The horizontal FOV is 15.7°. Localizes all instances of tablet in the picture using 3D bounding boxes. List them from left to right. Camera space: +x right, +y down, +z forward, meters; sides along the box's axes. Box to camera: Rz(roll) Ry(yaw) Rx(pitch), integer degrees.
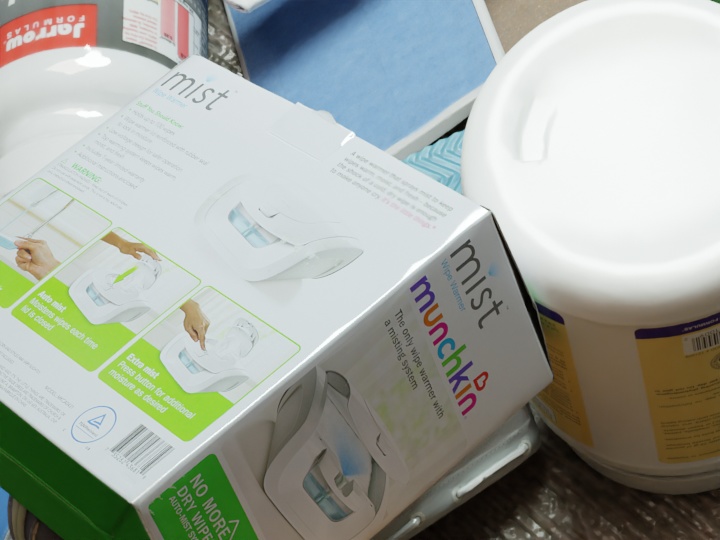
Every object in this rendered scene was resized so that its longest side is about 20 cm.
[{"bbox_3d":[-0.002,-0.119,1.259,0.130,0.014,0.201,-34,43,16],"label":"tablet"}]

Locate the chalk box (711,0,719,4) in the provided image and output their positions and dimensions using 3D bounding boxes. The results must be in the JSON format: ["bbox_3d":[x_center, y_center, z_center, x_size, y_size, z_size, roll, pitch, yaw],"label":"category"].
[{"bbox_3d":[0.208,-0.132,1.144,0.199,0.124,0.125,30,66,0],"label":"chalk box"}]

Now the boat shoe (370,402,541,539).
[{"bbox_3d":[-0.006,0.110,1.119,0.200,0.069,0.072,-40,18,-22],"label":"boat shoe"}]

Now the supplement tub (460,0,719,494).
[{"bbox_3d":[0.124,-0.004,1.072,0.145,0.200,0.146,-5,61,9],"label":"supplement tub"}]

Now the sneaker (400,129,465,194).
[{"bbox_3d":[0.000,0.000,1.169,0.199,0.081,0.077,-14,50,-5],"label":"sneaker"}]

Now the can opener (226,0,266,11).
[{"bbox_3d":[0.009,-0.191,1.225,0.199,0.067,0.053,-30,40,9],"label":"can opener"}]

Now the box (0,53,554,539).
[{"bbox_3d":[-0.060,0.024,1.009,0.176,0.097,0.200,-39,40,-20],"label":"box"}]

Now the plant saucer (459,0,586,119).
[{"bbox_3d":[0.078,-0.151,1.246,0.200,0.034,0.201,-29,42,30],"label":"plant saucer"}]

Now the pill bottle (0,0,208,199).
[{"bbox_3d":[-0.130,-0.100,1.258,0.115,0.116,0.201,-9,55,9],"label":"pill bottle"}]

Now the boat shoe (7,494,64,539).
[{"bbox_3d":[-0.051,0.073,1.086,0.200,0.075,0.073,-37,33,-6],"label":"boat shoe"}]

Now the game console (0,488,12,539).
[{"bbox_3d":[-0.132,0.085,1.137,0.175,0.117,0.201,11,61,21],"label":"game console"}]
